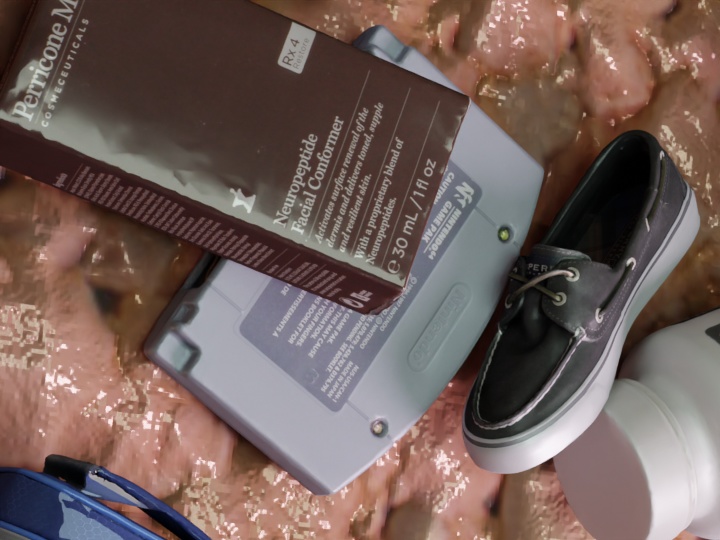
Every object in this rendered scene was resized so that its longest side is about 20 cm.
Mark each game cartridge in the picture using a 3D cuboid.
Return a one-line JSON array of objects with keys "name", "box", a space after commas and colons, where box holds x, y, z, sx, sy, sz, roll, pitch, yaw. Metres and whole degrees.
[{"name": "game cartridge", "box": [0.000, 0.000, 1.209, 0.133, 0.041, 0.200, 40, 71, -17]}]

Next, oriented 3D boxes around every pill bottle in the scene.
[{"name": "pill bottle", "box": [0.199, 0.069, 1.268, 0.199, 0.111, 0.111, -20, 97, -27]}]

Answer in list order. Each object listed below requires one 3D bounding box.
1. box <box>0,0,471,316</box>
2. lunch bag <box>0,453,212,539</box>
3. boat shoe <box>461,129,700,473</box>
[{"name": "box", "box": [-0.061, -0.066, 1.133, 0.199, 0.075, 0.100, 22, 75, -9]}, {"name": "lunch bag", "box": [-0.115, 0.160, 1.084, 0.200, 0.136, 0.133, 34, 73, -21]}, {"name": "boat shoe", "box": [0.102, 0.009, 1.226, 0.200, 0.070, 0.066, -51, 130, -30]}]
